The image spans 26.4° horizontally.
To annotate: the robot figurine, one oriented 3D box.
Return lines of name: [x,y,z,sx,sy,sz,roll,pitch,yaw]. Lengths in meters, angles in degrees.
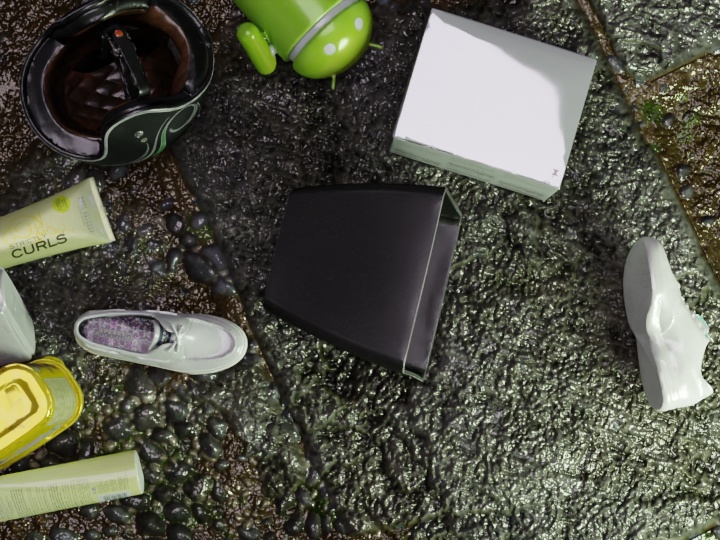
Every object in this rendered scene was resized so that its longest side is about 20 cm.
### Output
robot figurine: [-0.068,-0.306,1.763,0.175,0.116,0.200,-41,89,-6]

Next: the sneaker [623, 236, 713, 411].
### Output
sneaker: [0.363,0.057,1.784,0.088,0.075,0.202,-9,92,-15]

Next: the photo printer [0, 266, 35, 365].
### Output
photo printer: [-0.475,0.061,1.702,0.198,0.167,0.070,-8,67,-2]

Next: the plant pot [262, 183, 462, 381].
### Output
plant pot: [0.000,0.000,1.714,0.176,0.200,0.202,14,86,10]

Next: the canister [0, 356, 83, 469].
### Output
canister: [-0.386,0.160,1.677,0.148,0.200,0.087,-33,88,-4]

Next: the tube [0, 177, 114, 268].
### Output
tube: [-0.389,-0.040,1.762,0.199,0.052,0.058,-19,130,-8]

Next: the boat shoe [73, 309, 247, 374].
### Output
boat shoe: [-0.229,0.075,1.754,0.198,0.069,0.073,12,86,-1]

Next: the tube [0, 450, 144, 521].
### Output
tube: [-0.348,0.246,1.745,0.198,0.052,0.059,-12,92,-4]

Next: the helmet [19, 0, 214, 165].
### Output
helmet: [-0.272,-0.210,1.714,0.199,0.190,0.202,14,65,-31]

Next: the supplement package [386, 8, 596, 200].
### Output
supplement package: [0.149,-0.189,1.766,0.198,0.111,0.157,17,86,-1]
